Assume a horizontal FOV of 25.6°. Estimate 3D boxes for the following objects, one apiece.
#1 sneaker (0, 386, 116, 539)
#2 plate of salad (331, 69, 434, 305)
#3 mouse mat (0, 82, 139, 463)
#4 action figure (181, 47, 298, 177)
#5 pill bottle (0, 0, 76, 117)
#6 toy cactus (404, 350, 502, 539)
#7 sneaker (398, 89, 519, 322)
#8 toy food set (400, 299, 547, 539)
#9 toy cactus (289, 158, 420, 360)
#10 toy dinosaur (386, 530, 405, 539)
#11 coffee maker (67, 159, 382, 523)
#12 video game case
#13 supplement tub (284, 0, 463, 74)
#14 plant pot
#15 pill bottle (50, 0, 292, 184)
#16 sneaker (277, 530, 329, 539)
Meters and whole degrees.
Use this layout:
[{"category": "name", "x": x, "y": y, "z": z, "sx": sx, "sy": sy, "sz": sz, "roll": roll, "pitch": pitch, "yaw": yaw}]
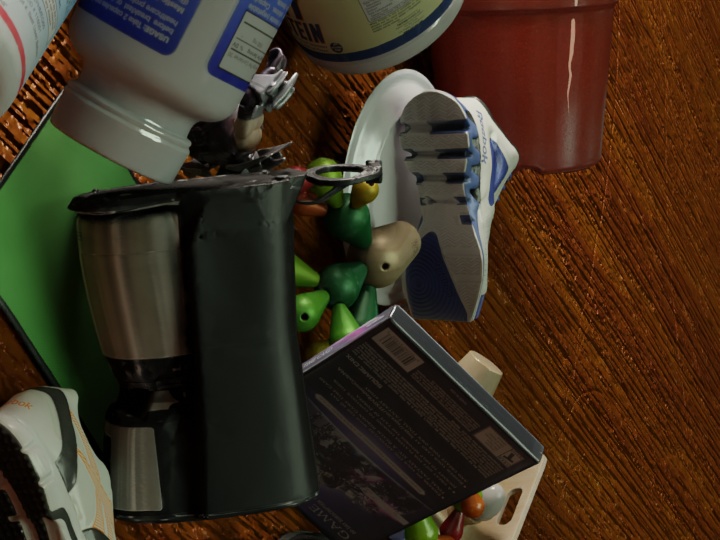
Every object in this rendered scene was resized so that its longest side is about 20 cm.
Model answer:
[{"category": "sneaker", "x": -0.165, "y": 0.159, "z": 0.923, "sx": 0.080, "sy": 0.073, "sz": 0.202, "roll": -46, "pitch": 127, "yaw": -58}, {"category": "plate of salad", "x": 0.025, "y": -0.071, "z": 1.356, "sx": 0.200, "sy": 0.048, "sz": 0.202, "roll": -25, "pitch": 119, "yaw": -57}, {"category": "mouse mat", "x": -0.170, "y": 0.002, "z": 1.006, "sx": 0.201, "sy": 0.007, "sz": 0.162, "roll": 64, "pitch": 34, "yaw": -35}, {"category": "action figure", "x": -0.103, "y": -0.134, "z": 1.040, "sx": 0.069, "sy": 0.129, "sz": 0.201, "roll": -43, "pitch": 117, "yaw": -44}, {"category": "pill bottle", "x": -0.199, "y": -0.178, "z": 0.863, "sx": 0.109, "sy": 0.108, "sz": 0.201, "roll": 62, "pitch": 36, "yaw": -38}, {"category": "toy cactus", "x": 0.047, "y": 0.134, "z": 1.218, "sx": 0.199, "sy": 0.102, "sz": 0.166, "roll": 28, "pitch": 101, "yaw": -38}, {"category": "sneaker", "x": 0.093, "y": -0.060, "z": 1.350, "sx": 0.115, "sy": 0.080, "sz": 0.201, "roll": -23, "pitch": 115, "yaw": -55}, {"category": "toy food set", "x": 0.076, "y": 0.136, "z": 1.353, "sx": 0.200, "sy": 0.060, "sz": 0.144, "roll": 50, "pitch": 38, "yaw": -14}, {"category": "toy cactus", "x": 0.000, "y": 0.000, "z": 1.218, "sx": 0.165, "sy": 0.102, "sz": 0.202, "roll": -34, "pitch": 114, "yaw": -52}, {"category": "toy dinosaur", "x": 0.043, "y": 0.307, "z": 1.320, "sx": 0.199, "sy": 0.105, "sz": 0.183, "roll": -16, "pitch": 112, "yaw": -42}, {"category": "coffee maker", "x": -0.076, "y": 0.044, "z": 0.972, "sx": 0.135, "sy": 0.190, "sz": 0.202, "roll": -44, "pitch": 129, "yaw": -76}, {"category": "video game case", "x": 0.007, "y": 0.115, "z": 1.080, "sx": 0.143, "sy": 0.200, "sz": 0.019, "roll": 44, "pitch": 43, "yaw": -14}, {"category": "supplement tub", "x": -0.017, "y": -0.264, "z": 1.192, "sx": 0.201, "sy": 0.144, "sz": 0.146, "roll": 59, "pitch": 37, "yaw": -41}, {"category": "plant pot", "x": 0.147, "y": -0.196, "z": 1.459, "sx": 0.200, "sy": 0.199, "sz": 0.197, "roll": -26, "pitch": 117, "yaw": -61}, {"category": "pill bottle", "x": -0.103, "y": -0.158, "z": 0.934, "sx": 0.201, "sy": 0.112, "sz": 0.112, "roll": -62, "pitch": 151, "yaw": 5}, {"category": "sneaker", "x": -0.041, "y": 0.231, "z": 1.144, "sx": 0.200, "sy": 0.081, "sz": 0.074, "roll": -1, "pitch": 84, "yaw": -65}]
